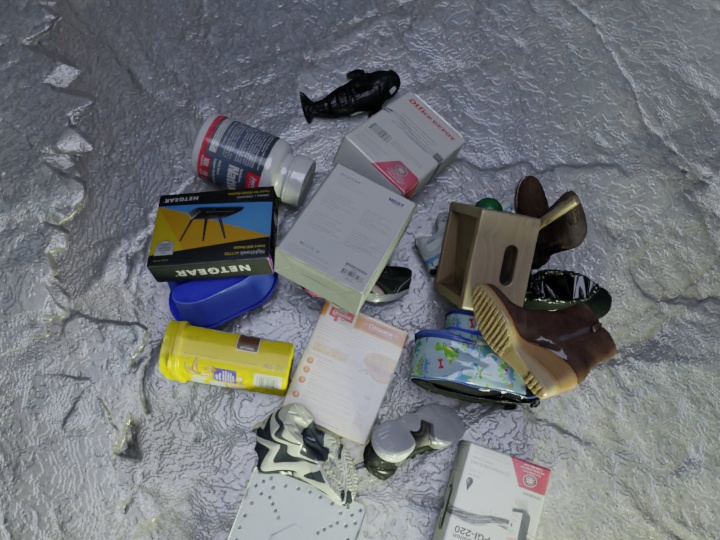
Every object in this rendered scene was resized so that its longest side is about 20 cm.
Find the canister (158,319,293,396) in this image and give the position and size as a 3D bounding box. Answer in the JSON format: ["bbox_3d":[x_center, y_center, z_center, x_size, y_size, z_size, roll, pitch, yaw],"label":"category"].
[{"bbox_3d":[-0.213,0.148,1.092,0.198,0.149,0.087,10,71,-3],"label":"canister"}]

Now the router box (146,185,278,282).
[{"bbox_3d":[-0.238,-0.061,1.099,0.198,0.051,0.150,-5,57,5],"label":"router box"}]

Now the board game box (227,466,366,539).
[{"bbox_3d":[-0.114,0.449,1.086,0.199,0.026,0.201,20,76,1],"label":"board game box"}]

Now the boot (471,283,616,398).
[{"bbox_3d":[0.276,0.082,1.007,0.166,0.072,0.201,-24,73,-30],"label":"boot"}]

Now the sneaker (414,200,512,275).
[{"bbox_3d":[0.185,-0.082,1.208,0.199,0.075,0.087,-33,75,-10],"label":"sneaker"}]

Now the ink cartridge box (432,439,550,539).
[{"bbox_3d":[0.209,0.398,1.086,0.145,0.085,0.201,18,78,2],"label":"ink cartridge box"}]

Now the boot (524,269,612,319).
[{"bbox_3d":[0.360,0.041,1.139,0.197,0.163,0.074,4,78,-2],"label":"boot"}]

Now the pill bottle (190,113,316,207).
[{"bbox_3d":[-0.187,-0.190,1.187,0.199,0.120,0.120,21,76,3],"label":"pill bottle"}]

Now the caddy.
[{"bbox_3d":[-0.241,0.016,1.146,0.199,0.105,0.142,-25,55,-9],"label":"caddy"}]

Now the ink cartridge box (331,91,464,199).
[{"bbox_3d":[0.071,-0.211,1.192,0.146,0.083,0.200,44,54,7],"label":"ink cartridge box"}]

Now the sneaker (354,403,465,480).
[{"bbox_3d":[0.079,0.287,1.113,0.199,0.114,0.076,-4,55,-39],"label":"sneaker"}]

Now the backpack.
[{"bbox_3d":[0.184,0.142,1.096,0.198,0.183,0.148,8,76,0],"label":"backpack"}]

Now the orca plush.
[{"bbox_3d":[-0.016,-0.345,1.259,0.198,0.071,0.106,-6,77,-4],"label":"orca plush"}]

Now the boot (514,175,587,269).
[{"bbox_3d":[0.330,-0.109,1.154,0.064,0.200,0.188,-3,77,-4],"label":"boot"}]

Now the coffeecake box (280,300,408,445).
[{"bbox_3d":[-0.025,0.173,1.132,0.153,0.073,0.201,22,76,4],"label":"coffeecake box"}]

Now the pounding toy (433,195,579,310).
[{"bbox_3d":[0.228,-0.038,1.079,0.141,0.184,0.202,9,98,-12],"label":"pounding toy"}]

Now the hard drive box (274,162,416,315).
[{"bbox_3d":[-0.023,-0.054,1.077,0.155,0.077,0.201,28,60,7],"label":"hard drive box"}]

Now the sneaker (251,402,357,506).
[{"bbox_3d":[-0.102,0.310,1.087,0.199,0.129,0.080,49,41,-21],"label":"sneaker"}]

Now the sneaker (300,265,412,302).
[{"bbox_3d":[0.000,0.000,1.142,0.199,0.080,0.087,-1,121,-20],"label":"sneaker"}]
